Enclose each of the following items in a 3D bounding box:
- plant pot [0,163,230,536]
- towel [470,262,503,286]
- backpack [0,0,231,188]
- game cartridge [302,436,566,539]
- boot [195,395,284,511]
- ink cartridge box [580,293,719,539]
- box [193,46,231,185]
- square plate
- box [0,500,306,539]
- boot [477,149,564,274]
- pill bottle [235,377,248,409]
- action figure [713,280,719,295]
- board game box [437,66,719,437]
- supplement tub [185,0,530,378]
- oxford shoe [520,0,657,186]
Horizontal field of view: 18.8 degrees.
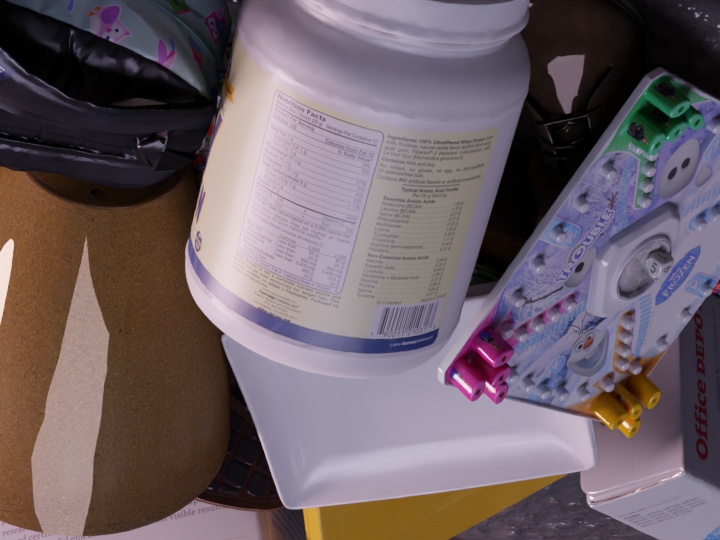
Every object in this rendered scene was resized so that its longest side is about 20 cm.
[{"bbox_3d":[-0.153,0.012,1.205,0.185,0.187,0.201,6,132,-6],"label":"plant pot"},{"bbox_3d":[0.000,0.000,1.271,0.199,0.024,0.152,21,166,-31],"label":"towel"},{"bbox_3d":[-0.160,-0.121,1.065,0.199,0.127,0.167,16,156,-21],"label":"backpack"},{"bbox_3d":[0.050,0.111,1.427,0.199,0.032,0.177,-24,136,-20],"label":"game cartridge"},{"bbox_3d":[-0.136,0.105,1.425,0.199,0.075,0.097,26,165,-4],"label":"boot"},{"bbox_3d":[0.240,0.110,1.443,0.083,0.147,0.199,-23,143,39],"label":"ink cartridge box"},{"bbox_3d":[-0.110,-0.067,1.262,0.109,0.035,0.200,9,152,-11],"label":"box"},{"bbox_3d":[0.034,0.070,1.274,0.199,0.029,0.199,-8,143,5],"label":"square plate"},{"bbox_3d":[-0.138,0.211,1.528,0.199,0.131,0.199,-14,152,7],"label":"box"},{"bbox_3d":[0.045,-0.027,1.288,0.199,0.074,0.155,11,159,-2],"label":"boot"},{"bbox_3d":[-0.011,0.097,1.481,0.113,0.115,0.200,-5,151,15],"label":"pill bottle"},{"bbox_3d":[0.276,-0.010,1.316,0.199,0.052,0.065,2,159,-9],"label":"action figure"},{"bbox_3d":[0.155,-0.001,1.190,0.200,0.026,0.200,-55,147,13],"label":"board game box"},{"bbox_3d":[0.000,-0.066,1.061,0.144,0.145,0.201,9,118,-11],"label":"supplement tub"},{"bbox_3d":[0.118,-0.093,1.136,0.072,0.085,0.200,-9,149,26],"label":"oxford shoe"}]
